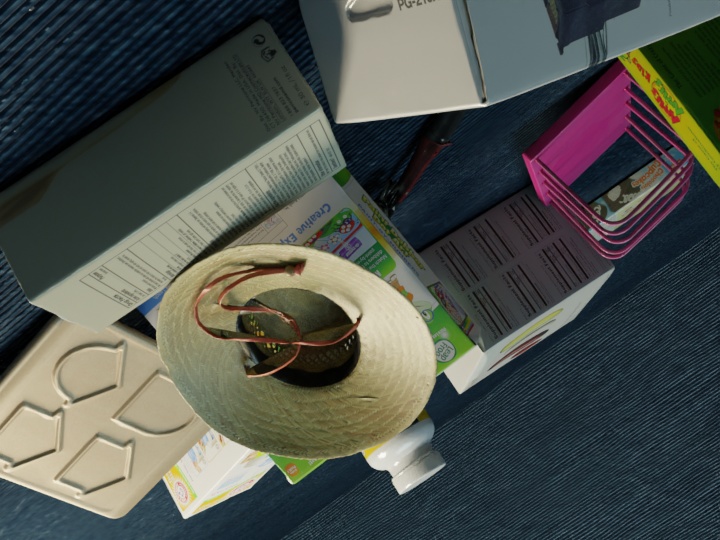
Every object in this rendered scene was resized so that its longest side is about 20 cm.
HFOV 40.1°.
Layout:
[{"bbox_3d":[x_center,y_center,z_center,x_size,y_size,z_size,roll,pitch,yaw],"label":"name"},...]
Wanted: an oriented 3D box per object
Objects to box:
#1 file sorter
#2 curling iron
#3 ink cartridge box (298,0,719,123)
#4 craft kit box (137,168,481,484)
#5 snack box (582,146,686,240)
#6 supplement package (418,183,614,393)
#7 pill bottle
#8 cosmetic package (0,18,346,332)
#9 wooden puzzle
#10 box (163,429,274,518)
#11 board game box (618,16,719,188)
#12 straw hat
[{"bbox_3d":[0.278,-0.106,1.071,0.139,0.126,0.200,-44,162,4],"label":"file sorter"},{"bbox_3d":[0.061,-0.107,0.850,0.200,0.025,0.050,-52,-178,38],"label":"curling iron"},{"bbox_3d":[0.086,-0.154,0.565,0.199,0.085,0.144,-24,-164,-30],"label":"ink cartridge box"},{"bbox_3d":[-0.043,0.035,0.771,0.199,0.198,0.049,-39,-177,20],"label":"craft kit box"},{"bbox_3d":[0.409,-0.107,1.518,0.199,0.037,0.116,-35,164,3],"label":"snack box"},{"bbox_3d":[0.178,0.023,1.249,0.199,0.148,0.192,-31,163,-13],"label":"supplement package"},{"bbox_3d":[0.038,0.216,1.435,0.111,0.201,0.112,-31,164,-10],"label":"pill bottle"},{"bbox_3d":[-0.114,-0.052,0.602,0.199,0.071,0.105,-33,165,-2],"label":"cosmetic package"},{"bbox_3d":[-0.222,0.117,0.833,0.185,0.046,0.199,-44,132,17],"label":"wooden puzzle"},{"bbox_3d":[-0.155,0.196,1.182,0.112,0.102,0.200,-16,156,-44],"label":"box"},{"bbox_3d":[0.276,-0.170,0.784,0.101,0.201,0.048,-33,164,0],"label":"board game box"},{"bbox_3d":[-0.042,0.034,0.700,0.198,0.086,0.203,1,128,1],"label":"straw hat"}]
